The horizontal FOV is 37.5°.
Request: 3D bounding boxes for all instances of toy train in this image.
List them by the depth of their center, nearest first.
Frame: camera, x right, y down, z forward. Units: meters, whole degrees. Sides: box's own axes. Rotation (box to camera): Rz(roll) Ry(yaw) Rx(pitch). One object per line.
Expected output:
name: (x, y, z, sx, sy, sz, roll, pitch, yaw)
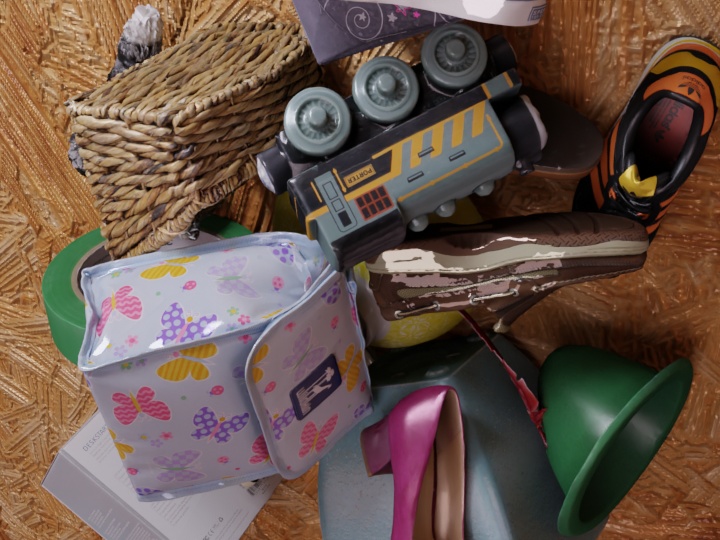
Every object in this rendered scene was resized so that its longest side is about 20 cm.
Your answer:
toy train: (0.031, -0.085, 0.725, 0.115, 0.198, 0.085, 62, 172, 8)

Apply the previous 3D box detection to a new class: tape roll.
tape roll: (-0.179, 0.017, 0.943, 0.198, 0.201, 0.049, 12, 125, 22)

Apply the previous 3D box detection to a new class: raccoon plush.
raccoon plush: (-0.169, -0.110, 0.909, 0.133, 0.097, 0.200, 34, 148, -2)

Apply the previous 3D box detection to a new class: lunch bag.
lunch bag: (-0.093, 0.072, 0.792, 0.197, 0.128, 0.171, -12, 134, -4)

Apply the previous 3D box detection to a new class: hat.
hat: (0.154, 0.089, 0.867, 0.175, 0.165, 0.202, 37, 145, 29)

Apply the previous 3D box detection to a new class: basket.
basket: (-0.104, -0.093, 0.828, 0.141, 0.200, 0.151, 8, 122, 30)

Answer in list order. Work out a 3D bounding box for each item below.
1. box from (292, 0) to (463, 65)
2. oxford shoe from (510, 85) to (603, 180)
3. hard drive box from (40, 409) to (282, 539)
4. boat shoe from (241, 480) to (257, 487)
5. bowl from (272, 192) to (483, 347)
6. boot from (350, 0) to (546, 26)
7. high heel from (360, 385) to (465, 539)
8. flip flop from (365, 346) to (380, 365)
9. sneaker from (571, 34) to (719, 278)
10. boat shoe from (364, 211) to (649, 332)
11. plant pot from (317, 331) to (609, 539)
box: (0.007, -0.263, 0.715, 0.131, 0.115, 0.202, -10, 115, 33)
oxford shoe: (0.095, -0.098, 0.810, 0.198, 0.072, 0.072, 17, 147, 32)
hard drive box: (-0.206, 0.222, 1.120, 0.199, 0.156, 0.077, 40, 132, 1)
boat shoe: (-0.150, 0.125, 1.089, 0.063, 0.074, 0.202, -38, 91, 13)
bowl: (0.000, 0.000, 0.862, 0.198, 0.108, 0.202, 23, 144, 17)
boot: (0.020, -0.210, 0.634, 0.197, 0.073, 0.092, 11, 116, 9)
high heel: (0.062, 0.189, 0.775, 0.096, 0.067, 0.202, -36, 70, 41)
flip flop: (-0.067, 0.092, 1.022, 0.197, 0.058, 0.082, 9, 124, 24)
sneaker: (0.194, -0.065, 0.755, 0.069, 0.090, 0.202, 27, 129, 10)
boat shoe: (0.104, 0.004, 0.754, 0.199, 0.075, 0.076, -2, 106, 18)
plant pot: (0.074, 0.168, 0.916, 0.193, 0.196, 0.203, -11, 100, 34)
